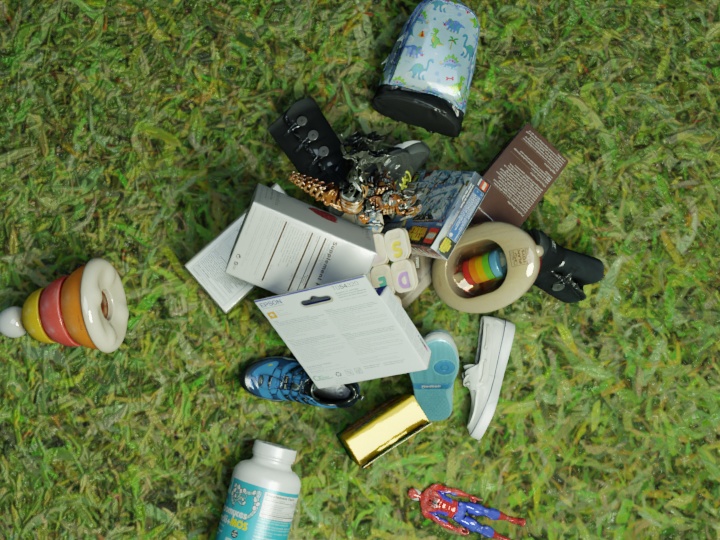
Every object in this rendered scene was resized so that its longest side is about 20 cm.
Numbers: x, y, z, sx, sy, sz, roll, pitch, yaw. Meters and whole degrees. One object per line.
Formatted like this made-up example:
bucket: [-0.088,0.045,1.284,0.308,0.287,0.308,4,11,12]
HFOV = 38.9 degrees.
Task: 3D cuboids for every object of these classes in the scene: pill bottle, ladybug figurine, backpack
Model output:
pill bottle: [-0.158,0.370,1.585,0.109,0.111,0.203,15,82,-5]
ladybug figurine: [0.202,-0.005,1.585,0.072,0.198,0.138,-3,81,-51]
backpack: [0.123,-0.349,1.684,0.161,0.154,0.202,20,70,2]

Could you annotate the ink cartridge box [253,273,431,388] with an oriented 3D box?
ink cartridge box: [-0.024,0.082,1.489,0.201,0.194,0.044,58,35,-32]

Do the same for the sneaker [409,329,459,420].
sneaker: [0.116,0.130,1.608,0.078,0.201,0.132,5,47,1]

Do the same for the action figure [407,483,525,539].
action figure: [0.169,0.394,1.656,0.198,0.052,0.066,21,86,-2]

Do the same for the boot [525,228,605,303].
boot: [0.284,0.022,1.680,0.167,0.200,0.077,24,42,-33]

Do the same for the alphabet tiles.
alphabet tiles: [0.000,0.000,1.621,0.198,0.015,0.198,-14,86,35]

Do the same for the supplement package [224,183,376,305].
supplement package: [-0.088,-0.029,1.541,0.198,0.121,0.121,22,106,-9]

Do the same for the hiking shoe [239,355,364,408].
hiking shoe: [-0.093,0.176,1.622,0.197,0.087,0.076,6,84,-6]

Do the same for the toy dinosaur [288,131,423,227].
toy dinosaur: [-0.001,-0.127,1.528,0.198,0.102,0.137,-5,120,-29]

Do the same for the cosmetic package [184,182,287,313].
cosmetic package: [-0.176,-0.034,1.639,0.200,0.071,0.105,-41,92,-9]

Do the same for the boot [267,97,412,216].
boot: [-0.035,-0.203,1.643,0.164,0.066,0.201,-31,59,-10]

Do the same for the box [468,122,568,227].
box: [0.245,-0.136,1.672,0.100,0.075,0.200,42,59,-2]

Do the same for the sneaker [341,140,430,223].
sneaker: [0.047,-0.126,1.665,0.200,0.075,0.085,-43,58,0]

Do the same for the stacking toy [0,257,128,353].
stacking toy: [-0.474,0.064,1.582,0.197,0.146,0.148,-8,85,9]

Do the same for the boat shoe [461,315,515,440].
boat shoe: [0.198,0.172,1.669,0.065,0.072,0.203,17,82,-1]

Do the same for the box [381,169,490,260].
box: [0.111,-0.092,1.618,0.040,0.200,0.138,35,82,-24]

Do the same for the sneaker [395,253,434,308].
sneaker: [0.113,-0.032,1.676,0.075,0.070,0.200,43,81,0]

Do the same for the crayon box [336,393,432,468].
crayon box: [0.034,0.245,1.575,0.126,0.200,0.051,-32,89,-9]
